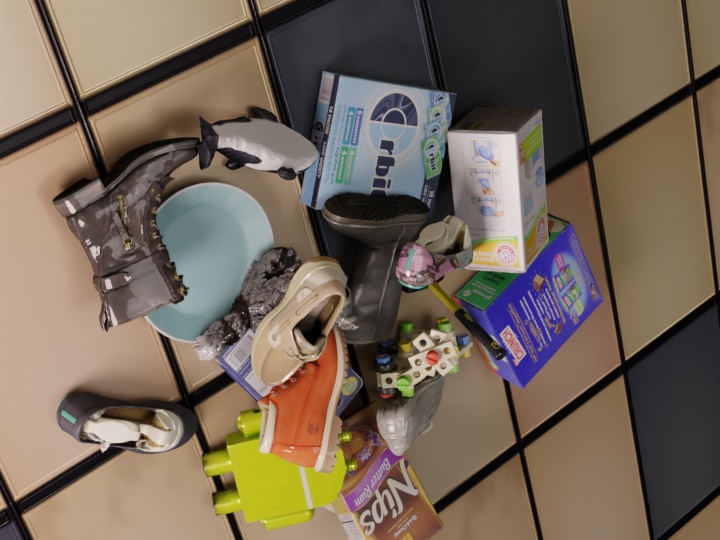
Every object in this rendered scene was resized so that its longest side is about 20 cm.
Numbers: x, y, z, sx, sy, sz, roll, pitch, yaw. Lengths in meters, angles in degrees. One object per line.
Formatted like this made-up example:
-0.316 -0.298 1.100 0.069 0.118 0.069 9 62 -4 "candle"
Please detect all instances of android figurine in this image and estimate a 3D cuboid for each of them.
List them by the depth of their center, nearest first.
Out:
-0.103 0.257 1.593 0.197 0.041 0.184 -14 114 -4 "android figurine"

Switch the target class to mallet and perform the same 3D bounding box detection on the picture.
0.121 0.054 1.654 0.065 0.201 0.042 -12 135 -28 "mallet"

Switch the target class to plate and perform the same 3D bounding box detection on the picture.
-0.194 -0.011 1.494 0.198 0.025 0.203 -12 111 -34 "plate"

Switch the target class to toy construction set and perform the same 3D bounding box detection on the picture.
0.086 0.119 1.664 0.129 0.200 0.094 -5 92 8 "toy construction set"

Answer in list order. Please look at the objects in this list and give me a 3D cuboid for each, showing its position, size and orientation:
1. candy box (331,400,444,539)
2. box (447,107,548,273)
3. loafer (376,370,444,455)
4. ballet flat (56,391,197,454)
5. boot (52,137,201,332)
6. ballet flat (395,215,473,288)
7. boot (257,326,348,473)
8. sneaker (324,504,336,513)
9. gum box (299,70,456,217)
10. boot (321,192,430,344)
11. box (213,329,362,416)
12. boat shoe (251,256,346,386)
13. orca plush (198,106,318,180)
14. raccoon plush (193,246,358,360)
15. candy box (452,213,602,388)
0.017 0.297 1.676 0.116 0.056 0.202 -28 89 -27 "candy box"
0.193 -0.112 1.686 0.112 0.100 0.203 -42 131 -54 "box"
0.072 0.193 1.695 0.200 0.069 0.071 -35 117 -62 "loafer"
-0.271 0.192 1.473 0.198 0.073 0.074 16 95 -40 "ballet flat"
-0.242 -0.044 1.400 0.198 0.069 0.176 -30 108 -14 "boot"
0.105 -0.032 1.590 0.199 0.068 0.072 -25 134 -61 "ballet flat"
-0.073 0.147 1.538 0.106 0.075 0.203 12 60 -8 "boot"
0.024 0.336 1.731 0.199 0.093 0.071 32 85 -40 "sneaker"
0.025 -0.162 1.600 0.198 0.044 0.173 2 105 -37 "gum box"
0.000 0.001 1.599 0.180 0.073 0.202 1 124 -37 "boot"
-0.094 0.129 1.601 0.121 0.032 0.200 -50 120 -14 "box"
-0.073 0.075 1.447 0.071 0.065 0.201 9 130 -31 "boat shoe"
-0.136 -0.133 1.466 0.071 0.106 0.199 -40 171 30 "orca plush"
-0.100 0.060 1.532 0.199 0.097 0.134 -35 130 12 "raccoon plush"
0.254 0.043 1.824 0.200 0.077 0.170 -44 127 -19 "candy box"
